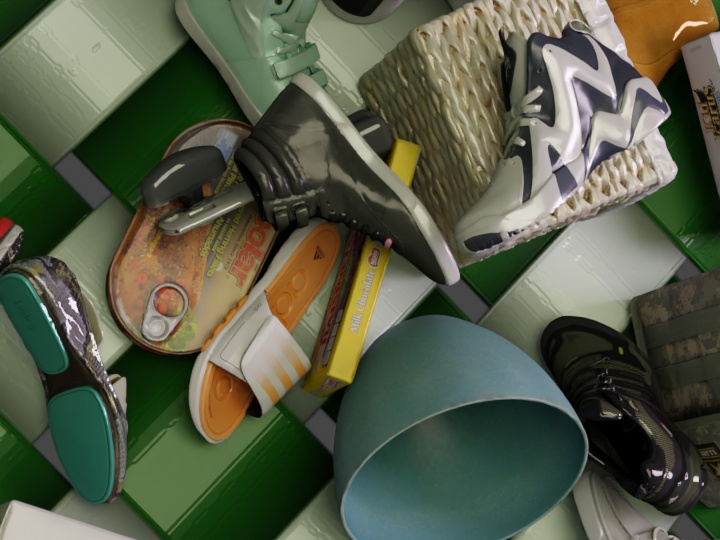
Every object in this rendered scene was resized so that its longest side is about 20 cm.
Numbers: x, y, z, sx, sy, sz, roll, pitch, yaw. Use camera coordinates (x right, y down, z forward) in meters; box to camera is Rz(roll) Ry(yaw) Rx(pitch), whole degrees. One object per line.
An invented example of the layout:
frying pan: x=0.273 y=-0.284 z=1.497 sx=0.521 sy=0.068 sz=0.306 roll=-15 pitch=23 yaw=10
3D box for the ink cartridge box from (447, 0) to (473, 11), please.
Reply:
ink cartridge box: x=0.104 y=-0.317 z=1.548 sx=0.083 sy=0.200 sz=0.146 roll=-32 pitch=90 yaw=-18

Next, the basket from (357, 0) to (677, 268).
basket: x=0.120 y=-0.121 z=1.524 sx=0.160 sy=0.198 sz=0.201 roll=-22 pitch=88 yaw=-16

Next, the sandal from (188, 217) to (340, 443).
sandal: x=-0.063 y=0.047 z=1.498 sx=0.207 sy=0.059 sz=0.079 roll=-58 pitch=142 yaw=-17

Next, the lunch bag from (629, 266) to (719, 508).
lunch bag: x=0.316 y=0.101 z=1.560 sx=0.117 sy=0.164 sz=0.201 roll=-5 pitch=82 yaw=-22

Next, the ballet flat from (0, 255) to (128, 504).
ballet flat: x=-0.215 y=0.079 z=1.460 sx=0.072 sy=0.072 sz=0.201 roll=-23 pitch=101 yaw=-18

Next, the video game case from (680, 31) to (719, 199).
video game case: x=0.385 y=-0.126 z=1.654 sx=0.199 sy=0.045 sz=0.182 roll=-12 pitch=85 yaw=-33

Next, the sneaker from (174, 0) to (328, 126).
sneaker: x=-0.050 y=-0.178 z=1.518 sx=0.201 sy=0.118 sz=0.074 roll=49 pitch=36 yaw=-3

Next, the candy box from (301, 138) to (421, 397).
candy box: x=0.000 y=0.000 z=1.518 sx=0.026 sy=0.102 sz=0.201 roll=19 pitch=76 yaw=-7

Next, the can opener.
can opener: x=-0.075 y=-0.086 z=1.482 sx=0.199 sy=0.053 sz=0.067 roll=-27 pitch=111 yaw=-11

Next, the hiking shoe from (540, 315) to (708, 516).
hiking shoe: x=0.201 y=0.106 z=1.526 sx=0.076 sy=0.101 sz=0.200 roll=-47 pitch=55 yaw=17

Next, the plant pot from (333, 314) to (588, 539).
plant pot: x=0.063 y=0.115 z=1.489 sx=0.199 sy=0.201 sz=0.135 roll=-6 pitch=48 yaw=-17

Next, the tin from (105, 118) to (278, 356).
tin: x=-0.130 y=-0.025 z=1.519 sx=0.112 sy=0.042 sz=0.201 roll=27 pitch=75 yaw=-6

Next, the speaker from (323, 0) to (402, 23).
speaker: x=0.025 y=-0.265 z=1.516 sx=0.081 sy=0.200 sz=0.082 roll=3 pitch=80 yaw=-15

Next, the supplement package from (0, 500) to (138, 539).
supplement package: x=-0.192 y=0.259 z=1.410 sx=0.199 sy=0.121 sz=0.120 roll=20 pitch=77 yaw=-13

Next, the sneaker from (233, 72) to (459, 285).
sneaker: x=-0.017 y=-0.045 z=1.439 sx=0.099 sy=0.071 sz=0.200 roll=-41 pitch=90 yaw=-9

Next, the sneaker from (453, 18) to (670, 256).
sneaker: x=0.119 y=-0.109 z=1.385 sx=0.199 sy=0.079 sz=0.130 roll=-38 pitch=90 yaw=-12

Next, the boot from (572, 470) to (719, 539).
boot: x=0.256 y=0.236 z=1.535 sx=0.095 sy=0.073 sz=0.201 roll=-34 pitch=73 yaw=22

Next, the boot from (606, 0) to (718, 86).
boot: x=0.254 y=-0.183 z=1.638 sx=0.144 sy=0.071 sz=0.202 roll=-21 pitch=83 yaw=-18

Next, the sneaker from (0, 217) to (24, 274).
sneaker: x=-0.344 y=0.017 z=1.433 sx=0.200 sy=0.077 sz=0.085 roll=-42 pitch=86 yaw=-20
